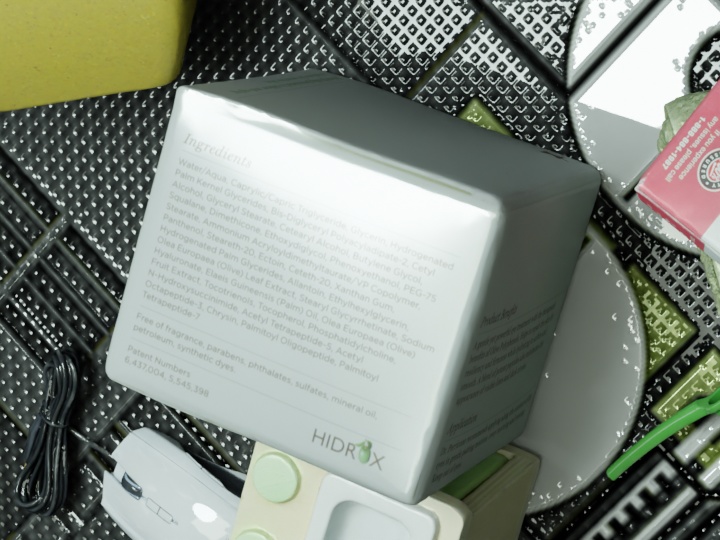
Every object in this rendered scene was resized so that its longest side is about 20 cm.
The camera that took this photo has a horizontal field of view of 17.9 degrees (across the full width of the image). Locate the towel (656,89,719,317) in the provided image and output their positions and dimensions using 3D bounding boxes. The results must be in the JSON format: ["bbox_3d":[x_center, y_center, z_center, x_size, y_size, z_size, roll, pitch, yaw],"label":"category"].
[{"bbox_3d":[0.253,-0.016,1.235,0.147,0.036,0.201,-18,84,8],"label":"towel"}]

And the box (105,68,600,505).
[{"bbox_3d":[0.000,0.000,1.271,0.199,0.199,0.172,22,105,17],"label":"box"}]

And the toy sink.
[{"bbox_3d":[0.003,0.149,1.291,0.130,0.200,0.113,21,108,18],"label":"toy sink"}]

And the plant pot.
[{"bbox_3d":[-0.175,-0.208,1.306,0.194,0.195,0.201,-9,124,10],"label":"plant pot"}]

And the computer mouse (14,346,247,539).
[{"bbox_3d":[-0.127,0.137,1.426,0.199,0.044,0.110,26,105,16],"label":"computer mouse"}]

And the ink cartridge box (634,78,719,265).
[{"bbox_3d":[0.262,-0.033,1.174,0.200,0.083,0.145,40,92,8],"label":"ink cartridge box"}]

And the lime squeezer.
[{"bbox_3d":[0.229,0.078,1.288,0.199,0.038,0.071,-6,127,21],"label":"lime squeezer"}]
